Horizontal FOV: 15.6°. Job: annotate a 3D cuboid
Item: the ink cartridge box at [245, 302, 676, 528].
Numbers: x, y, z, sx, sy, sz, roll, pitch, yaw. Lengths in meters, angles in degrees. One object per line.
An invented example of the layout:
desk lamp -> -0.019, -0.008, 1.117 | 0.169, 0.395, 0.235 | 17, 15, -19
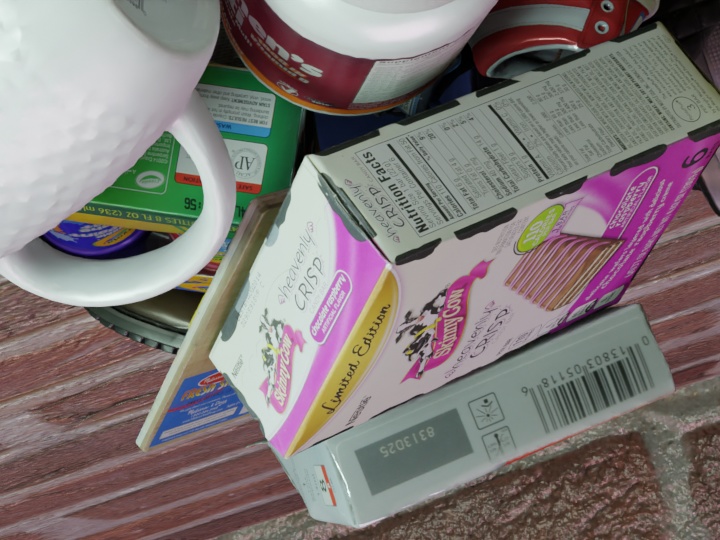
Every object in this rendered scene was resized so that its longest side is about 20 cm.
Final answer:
ink cartridge box -> 0.040, 0.071, 1.234 | 0.162, 0.050, 0.200 | -22, 178, -14

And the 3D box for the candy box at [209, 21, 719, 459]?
candy box -> 0.048, -0.014, 1.086 | 0.200, 0.061, 0.137 | -23, 154, -35

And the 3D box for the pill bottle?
pill bottle -> 0.004, -0.128, 1.004 | 0.109, 0.110, 0.200 | -15, 175, -7

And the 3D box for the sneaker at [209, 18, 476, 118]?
sneaker -> 0.005, -0.108, 1.175 | 0.199, 0.085, 0.077 | -15, 151, -20

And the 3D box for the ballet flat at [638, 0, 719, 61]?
ballet flat -> 0.152, -0.125, 1.210 | 0.200, 0.057, 0.066 | -51, -149, -6

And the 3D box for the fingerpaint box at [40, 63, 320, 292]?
fingerpaint box -> -0.122, -0.045, 1.177 | 0.199, 0.074, 0.167 | 8, 169, 2

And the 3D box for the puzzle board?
puzzle board -> 0.000, 0.000, 1.143 | 0.200, 0.017, 0.151 | -17, 148, -42

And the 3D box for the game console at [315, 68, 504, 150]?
game console -> 0.030, -0.080, 1.318 | 0.199, 0.177, 0.116 | -9, -165, -29

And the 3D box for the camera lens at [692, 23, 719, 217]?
camera lens -> 0.240, -0.120, 1.288 | 0.199, 0.160, 0.160 | -19, 168, 15

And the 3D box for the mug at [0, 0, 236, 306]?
mug -> -0.131, -0.064, 0.986 | 0.175, 0.148, 0.200 | -26, 120, 27

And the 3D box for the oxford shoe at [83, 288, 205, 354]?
oxford shoe -> -0.104, -0.015, 1.291 | 0.073, 0.200, 0.085 | 0, 118, -59

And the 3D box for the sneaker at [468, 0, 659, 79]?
sneaker -> 0.131, -0.142, 1.147 | 0.199, 0.113, 0.071 | -16, 164, 1
